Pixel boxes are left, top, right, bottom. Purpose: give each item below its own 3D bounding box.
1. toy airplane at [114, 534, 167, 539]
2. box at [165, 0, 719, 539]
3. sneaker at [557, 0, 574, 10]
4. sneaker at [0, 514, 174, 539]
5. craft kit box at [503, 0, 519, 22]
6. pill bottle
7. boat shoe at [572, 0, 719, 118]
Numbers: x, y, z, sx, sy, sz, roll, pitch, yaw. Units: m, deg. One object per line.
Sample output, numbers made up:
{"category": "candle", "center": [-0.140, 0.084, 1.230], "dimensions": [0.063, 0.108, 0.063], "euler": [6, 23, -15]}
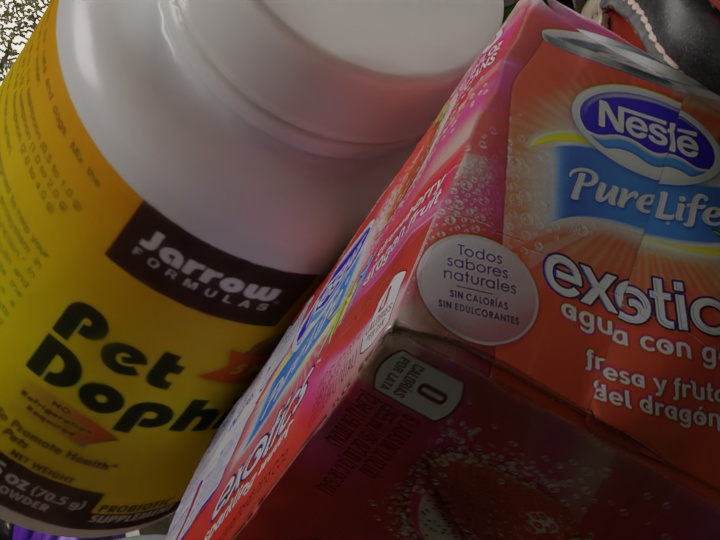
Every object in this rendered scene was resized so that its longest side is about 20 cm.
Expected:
{"category": "toy airplane", "center": [-0.086, 0.164, 0.755], "dimensions": [0.200, 0.141, 0.200], "euler": [-60, 7, 11]}
{"category": "box", "center": [0.022, 0.049, 0.591], "dimensions": [0.200, 0.095, 0.100], "euler": [-54, 10, 50]}
{"category": "sneaker", "center": [0.066, -0.088, 0.875], "dimensions": [0.200, 0.075, 0.088], "euler": [-54, 16, -27]}
{"category": "sneaker", "center": [-0.092, 0.121, 0.982], "dimensions": [0.099, 0.069, 0.201], "euler": [-23, 61, 45]}
{"category": "craft kit box", "center": [0.000, -0.126, 0.787], "dimensions": [0.200, 0.048, 0.198], "euler": [-39, 41, 45]}
{"category": "pill bottle", "center": [-0.044, -0.021, 0.686], "dimensions": [0.200, 0.109, 0.110], "euler": [-50, 13, 46]}
{"category": "boat shoe", "center": [0.080, -0.051, 0.645], "dimensions": [0.063, 0.071, 0.200], "euler": [-45, 3, 9]}
